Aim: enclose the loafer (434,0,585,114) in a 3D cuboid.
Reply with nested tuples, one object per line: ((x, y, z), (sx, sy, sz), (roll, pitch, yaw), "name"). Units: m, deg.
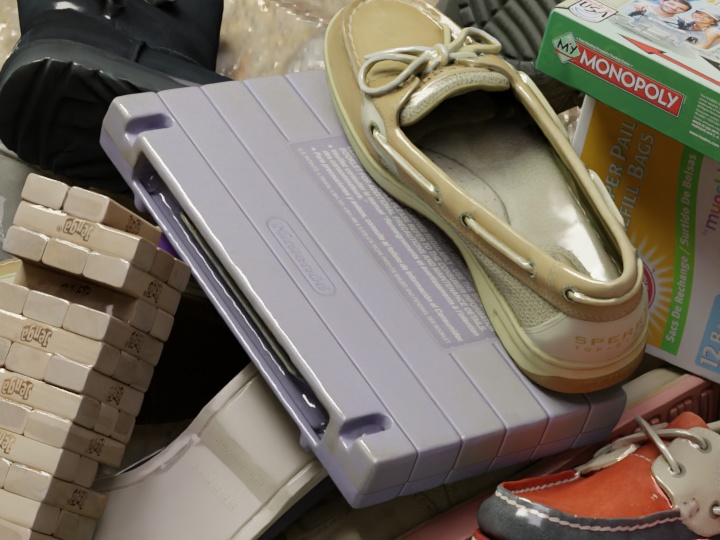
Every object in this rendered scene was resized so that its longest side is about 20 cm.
((0.075, -0.106, 1.057), (0.069, 0.200, 0.076), (-16, 75, -39), "loafer")

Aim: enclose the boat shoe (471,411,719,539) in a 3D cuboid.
((0.120, 0.082, 0.908), (0.199, 0.063, 0.071), (1, 19, -41), "boat shoe")

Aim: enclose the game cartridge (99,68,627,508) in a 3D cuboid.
((0.000, 0.000, 0.935), (0.129, 0.039, 0.200), (-7, 48, -38), "game cartridge")

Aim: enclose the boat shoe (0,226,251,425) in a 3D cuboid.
((-0.070, 0.017, 1.004), (0.199, 0.074, 0.067), (5, 35, -22), "boat shoe")

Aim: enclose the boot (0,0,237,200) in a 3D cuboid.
((-0.067, -0.086, 1.091), (0.199, 0.077, 0.169), (21, 30, -14), "boot")

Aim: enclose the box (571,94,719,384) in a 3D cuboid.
((0.164, -0.051, 1.021), (0.101, 0.113, 0.200), (24, 32, 17), "box")

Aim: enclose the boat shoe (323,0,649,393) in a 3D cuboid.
((0.048, -0.045, 0.923), (0.073, 0.063, 0.201), (-18, 55, -16), "boat shoe")

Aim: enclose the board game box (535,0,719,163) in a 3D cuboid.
((0.184, -0.064, 0.915), (0.199, 0.029, 0.134), (30, 36, 24), "board game box")

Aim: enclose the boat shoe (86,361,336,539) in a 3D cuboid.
((-0.072, 0.103, 0.936), (0.200, 0.063, 0.073), (-37, 70, -8), "boat shoe")

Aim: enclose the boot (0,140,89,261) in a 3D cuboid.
((-0.217, 0.011, 1.013), (0.181, 0.073, 0.201), (15, 55, 9), "boot")

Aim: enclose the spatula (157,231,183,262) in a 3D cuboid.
((-0.136, 0.067, 0.931), (0.056, 0.021, 0.201), (31, 80, -16), "spatula")

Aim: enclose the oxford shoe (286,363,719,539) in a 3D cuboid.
((0.062, 0.077, 0.963), (0.199, 0.071, 0.074), (-25, 46, -27), "oxford shoe")

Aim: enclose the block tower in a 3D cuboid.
((-0.124, 0.071, 0.884), (0.054, 0.058, 0.201), (16, 83, 21), "block tower")
